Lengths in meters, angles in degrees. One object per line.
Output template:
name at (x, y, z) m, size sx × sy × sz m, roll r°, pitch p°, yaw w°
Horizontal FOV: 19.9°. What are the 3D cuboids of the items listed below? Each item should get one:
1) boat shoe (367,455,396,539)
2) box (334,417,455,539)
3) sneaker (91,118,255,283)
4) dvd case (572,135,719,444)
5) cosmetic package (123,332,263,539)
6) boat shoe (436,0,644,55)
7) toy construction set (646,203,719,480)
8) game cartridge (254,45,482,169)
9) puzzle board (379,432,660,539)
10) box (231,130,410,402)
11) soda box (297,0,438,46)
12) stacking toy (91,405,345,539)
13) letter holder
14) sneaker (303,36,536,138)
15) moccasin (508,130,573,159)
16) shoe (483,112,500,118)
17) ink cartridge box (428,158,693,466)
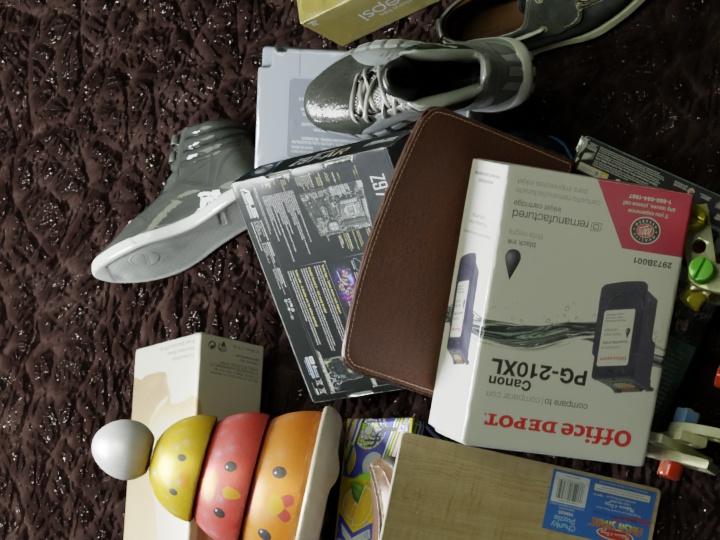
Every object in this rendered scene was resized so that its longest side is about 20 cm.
boat shoe at (0.023, 0.239, 1.541) m, size 0.072 × 0.076 × 0.200 m, roll -11°, pitch 75°, yaw 3°
box at (0.023, 0.220, 1.627) m, size 0.070 × 0.064 × 0.200 m, roll -4°, pitch 75°, yaw 37°
sneaker at (-0.164, -0.065, 1.860) m, size 0.200 × 0.071 × 0.099 m, roll -29°, pitch 59°, yaw 21°
dvd case at (0.192, 0.018, 1.543) m, size 0.146 × 0.022 × 0.200 m, roll 25°, pitch 92°, yaw 11°
cosmetic package at (-0.144, 0.162, 1.757) m, size 0.105 × 0.071 × 0.200 m, roll -17°, pitch 65°, yaw 48°
boat shoe at (0.154, -0.221, 1.658) m, size 0.200 × 0.068 × 0.072 m, roll -22°, pitch 62°, yaw 30°
toy construction set at (0.265, 0.061, 1.468) m, size 0.131 × 0.092 × 0.200 m, roll 17°, pitch 95°, yaw 15°
game cartridge at (0.006, -0.112, 1.671) m, size 0.200 × 0.040 × 0.134 m, roll 7°, pitch 94°, yaw 28°
puzzle board at (0.111, 0.213, 1.509) m, size 0.017 × 0.200 × 0.151 m, roll 137°, pitch 145°, yaw -79°
box at (0.000, 0.000, 1.655) m, size 0.160 × 0.044 × 0.200 m, roll -12°, pitch 105°, yaw 35°
soda box at (0.039, -0.266, 1.762) m, size 0.200 × 0.064 × 0.068 m, roll -22°, pitch 64°, yaw 32°
stacking toy at (-0.119, 0.165, 1.653) m, size 0.200 × 0.146 × 0.146 m, roll 11°, pitch 82°, yaw 1°
letter holder at (0.048, -0.014, 1.527) m, size 0.101 × 0.142 × 0.200 m, roll 17°, pitch 89°, yaw 61°
sneaker at (0.024, -0.146, 1.573) m, size 0.200 × 0.115 × 0.075 m, roll -9°, pitch 90°, yaw 28°
moccasin at (0.118, -0.012, 1.617) m, size 0.080 × 0.068 × 0.200 m, roll -12°, pitch 69°, yaw 42°
shoe at (0.045, -0.109, 1.711) m, size 0.200 × 0.071 × 0.091 m, roll -7°, pitch 77°, yaw 39°
ink cartridge box at (0.141, 0.031, 1.467) m, size 0.084 × 0.144 × 0.200 m, roll -156°, pitch 75°, yaw -73°
